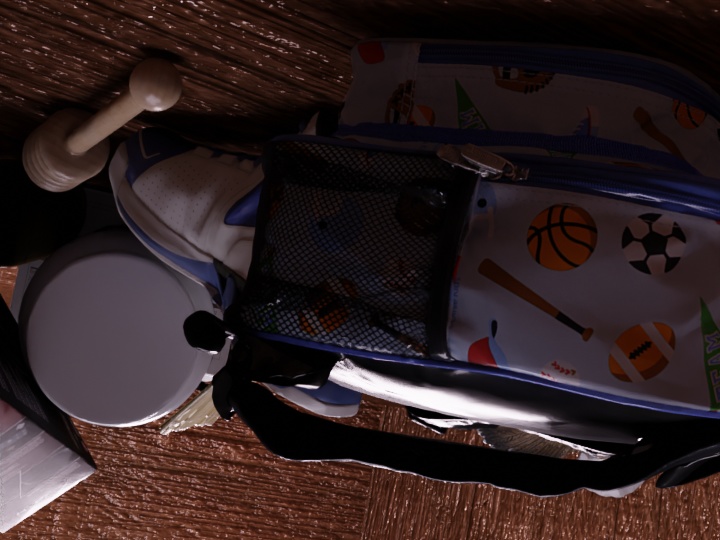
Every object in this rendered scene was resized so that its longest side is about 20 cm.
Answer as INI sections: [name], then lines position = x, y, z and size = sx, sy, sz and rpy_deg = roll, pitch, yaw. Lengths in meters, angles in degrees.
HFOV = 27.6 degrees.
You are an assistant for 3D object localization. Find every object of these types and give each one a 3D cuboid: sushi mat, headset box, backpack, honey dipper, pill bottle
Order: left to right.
[headset box]
position = -0.241, 0.050, 0.828
size = 0.077, 0.149, 0.200
rpy_deg = -33, 158, -5
[honey dipper]
position = -0.122, -0.068, 0.697
size = 0.038, 0.038, 0.200
rpy_deg = 13, 170, -24
[pill bottle]
position = -0.146, 0.032, 0.889
size = 0.115, 0.118, 0.200
rpy_deg = 11, -177, -7
[sushi mat]
position = -0.077, 0.069, 1.201
size = 0.200, 0.012, 0.096
rpy_deg = -41, 166, 19
[backpack]
position = 0.071, 0.004, 0.525
size = 0.189, 0.156, 0.200
rpy_deg = 16, -178, 27

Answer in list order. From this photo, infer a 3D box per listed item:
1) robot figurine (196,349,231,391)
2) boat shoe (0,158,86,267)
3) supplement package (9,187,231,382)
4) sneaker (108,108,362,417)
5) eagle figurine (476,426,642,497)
[robot figurine]
position = -0.153, 0.057, 1.273
size = 0.199, 0.059, 0.144
rpy_deg = -14, -158, -37
[boat shoe]
position = -0.270, -0.038, 0.924
size = 0.200, 0.073, 0.066
rpy_deg = -11, -158, -42
[supplement package]
position = -0.172, 0.014, 1.093
size = 0.154, 0.112, 0.200
rpy_deg = 12, 174, -9
[sneaker]
position = -0.033, -0.031, 0.701
size = 0.080, 0.116, 0.199
rpy_deg = 20, -162, -44
[eagle figurine]
position = 0.186, 0.102, 1.220
size = 0.150, 0.153, 0.200
rpy_deg = 29, -177, 17
